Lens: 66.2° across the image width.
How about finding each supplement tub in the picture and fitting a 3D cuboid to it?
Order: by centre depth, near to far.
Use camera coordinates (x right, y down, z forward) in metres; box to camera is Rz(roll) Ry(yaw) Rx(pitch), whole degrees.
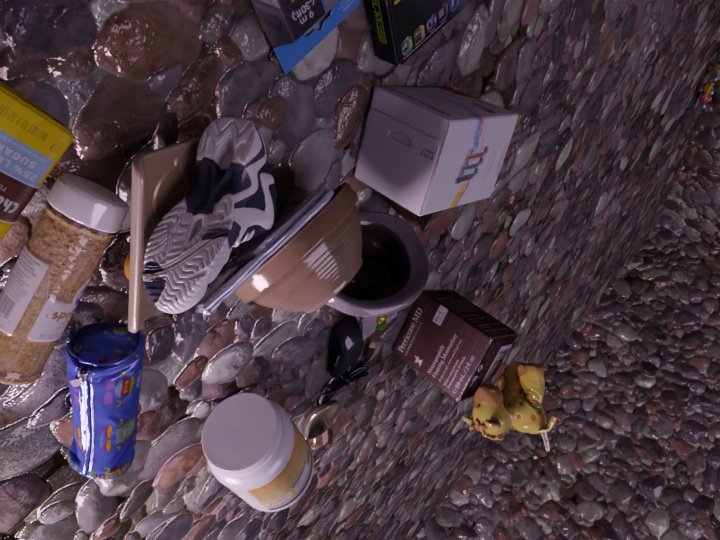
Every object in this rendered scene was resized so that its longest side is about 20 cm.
[{"bbox_3d":[-0.165,0.300,0.912,0.145,0.144,0.201,-43,147,-20],"label":"supplement tub"}]

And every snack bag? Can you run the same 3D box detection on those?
[{"bbox_3d":[-0.129,-0.019,0.671,0.200,0.021,0.188,-47,-168,-18],"label":"snack bag"}]

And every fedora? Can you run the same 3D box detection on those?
[{"bbox_3d":[0.000,0.000,0.874,0.198,0.178,0.090,-15,161,-27],"label":"fedora"}]

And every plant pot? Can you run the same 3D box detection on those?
[{"bbox_3d":[-0.063,-0.013,0.711,0.200,0.093,0.201,-40,-168,11],"label":"plant pot"}]

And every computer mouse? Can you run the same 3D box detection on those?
[{"bbox_3d":[-0.007,0.167,1.105,0.140,0.046,0.202,-24,136,-40],"label":"computer mouse"}]

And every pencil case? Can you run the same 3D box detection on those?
[{"bbox_3d":[-0.303,0.156,0.650,0.087,0.077,0.202,-61,167,-62],"label":"pencil case"}]

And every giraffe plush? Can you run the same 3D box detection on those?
[{"bbox_3d":[0.313,0.304,1.214,0.160,0.201,0.173,-1,141,-15],"label":"giraffe plush"}]

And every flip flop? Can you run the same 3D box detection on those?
[{"bbox_3d":[-0.090,0.354,1.151,0.081,0.057,0.202,3,116,-55],"label":"flip flop"}]

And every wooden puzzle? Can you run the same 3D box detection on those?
[{"bbox_3d":[-0.195,-0.057,0.599,0.200,0.046,0.187,-55,163,-60],"label":"wooden puzzle"}]

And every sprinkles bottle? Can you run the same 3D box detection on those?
[{"bbox_3d":[-0.299,0.009,0.532,0.201,0.068,0.068,-59,149,6],"label":"sprinkles bottle"}]

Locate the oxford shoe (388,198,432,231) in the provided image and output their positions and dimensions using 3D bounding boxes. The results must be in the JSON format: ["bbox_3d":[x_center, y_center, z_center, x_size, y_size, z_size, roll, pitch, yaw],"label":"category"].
[{"bbox_3d":[0.094,-0.118,0.972,0.072,0.071,0.200,-64,165,2],"label":"oxford shoe"}]

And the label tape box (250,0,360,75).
[{"bbox_3d":[-0.050,-0.320,0.578,0.144,0.063,0.200,-48,148,-13],"label":"label tape box"}]

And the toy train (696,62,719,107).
[{"bbox_3d":[1.399,-0.754,2.209,0.150,0.055,0.202,-24,140,-44],"label":"toy train"}]

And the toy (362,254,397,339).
[{"bbox_3d":[0.032,0.015,1.012,0.115,0.047,0.202,-29,129,-47],"label":"toy"}]

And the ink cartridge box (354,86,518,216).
[{"bbox_3d":[0.115,-0.191,0.849,0.199,0.145,0.146,-18,133,-45],"label":"ink cartridge box"}]

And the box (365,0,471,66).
[{"bbox_3d":[0.082,-0.402,0.704,0.200,0.047,0.194,-46,150,-18],"label":"box"}]

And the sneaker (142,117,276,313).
[{"bbox_3d":[-0.138,-0.040,0.570,0.130,0.079,0.201,59,41,-68],"label":"sneaker"}]

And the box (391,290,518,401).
[{"bbox_3d":[0.217,0.165,1.266,0.164,0.199,0.167,2,117,-54],"label":"box"}]

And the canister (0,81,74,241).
[{"bbox_3d":[-0.331,-0.062,0.406,0.201,0.086,0.148,-56,149,-3],"label":"canister"}]
